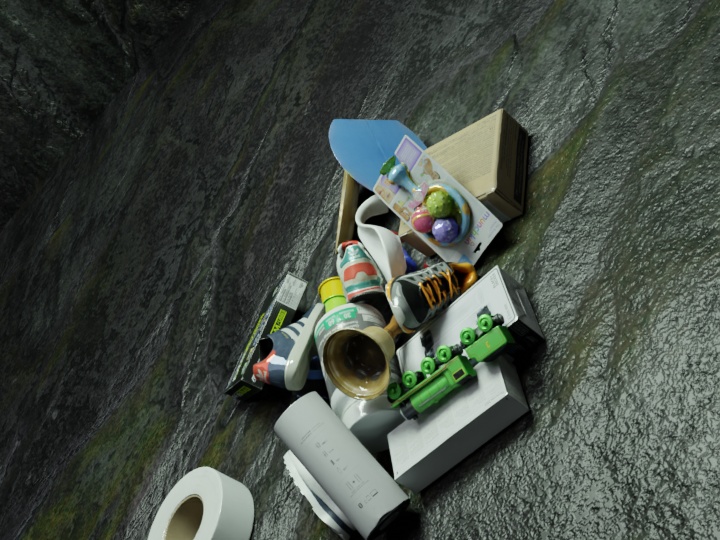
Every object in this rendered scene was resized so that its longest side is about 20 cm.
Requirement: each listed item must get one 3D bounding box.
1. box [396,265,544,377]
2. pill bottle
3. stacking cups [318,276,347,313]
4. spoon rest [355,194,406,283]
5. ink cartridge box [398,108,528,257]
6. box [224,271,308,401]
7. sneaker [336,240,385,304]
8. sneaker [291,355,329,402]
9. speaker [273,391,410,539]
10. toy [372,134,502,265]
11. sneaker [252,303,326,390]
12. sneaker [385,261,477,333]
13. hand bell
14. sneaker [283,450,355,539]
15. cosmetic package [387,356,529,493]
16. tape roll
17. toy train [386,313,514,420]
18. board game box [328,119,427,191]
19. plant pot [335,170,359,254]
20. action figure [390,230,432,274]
[{"bbox_3d":[0.145,0.103,1.425,0.200,0.060,0.117,-42,33,20],"label":"box"},{"bbox_3d":[0.004,0.155,1.511,0.113,0.113,0.201,-41,42,22],"label":"pill bottle"},{"bbox_3d":[-0.028,0.098,1.679,0.060,0.060,0.201,-40,37,23],"label":"stacking cups"},{"bbox_3d":[0.030,-0.047,1.618,0.060,0.100,0.201,-13,36,0],"label":"spoon rest"},{"bbox_3d":[0.160,-0.133,1.615,0.199,0.075,0.166,-24,44,40],"label":"ink cartridge box"},{"bbox_3d":[-0.164,0.118,1.791,0.202,0.047,0.193,-67,11,-17],"label":"box"},{"bbox_3d":[0.000,0.000,1.622,0.069,0.095,0.200,-13,-1,0],"label":"sneaker"},{"bbox_3d":[-0.091,0.170,1.684,0.200,0.069,0.079,-137,48,-75],"label":"sneaker"},{"bbox_3d":[-0.027,0.259,1.394,0.200,0.081,0.081,46,101,20],"label":"speaker"},{"bbox_3d":[0.101,-0.090,1.535,0.200,0.047,0.116,47,129,17],"label":"toy"},{"bbox_3d":[-0.108,0.108,1.593,0.083,0.076,0.200,4,26,14],"label":"sneaker"},{"bbox_3d":[0.100,0.027,1.471,0.077,0.079,0.200,-23,5,31],"label":"sneaker"},{"bbox_3d":[0.040,0.090,1.458,0.104,0.105,0.200,-30,4,35],"label":"hand bell"},{"bbox_3d":[-0.042,0.304,1.496,0.081,0.076,0.200,-47,37,-4],"label":"sneaker"},{"bbox_3d":[0.125,0.201,1.368,0.200,0.050,0.083,-41,30,22],"label":"cosmetic package"},{"bbox_3d":[-0.259,0.423,1.674,0.202,0.071,0.204,-35,36,30],"label":"tape roll"},{"bbox_3d":[0.116,0.128,1.355,0.200,0.042,0.057,-40,68,23],"label":"toy train"},{"bbox_3d":[0.032,-0.181,1.743,0.039,0.198,0.159,-55,51,43],"label":"board game box"},{"bbox_3d":[-0.019,-0.127,1.814,0.200,0.027,0.203,-173,90,-86],"label":"plant pot"},{"bbox_3d":[0.077,0.013,1.617,0.066,0.051,0.201,-50,30,17],"label":"action figure"}]
